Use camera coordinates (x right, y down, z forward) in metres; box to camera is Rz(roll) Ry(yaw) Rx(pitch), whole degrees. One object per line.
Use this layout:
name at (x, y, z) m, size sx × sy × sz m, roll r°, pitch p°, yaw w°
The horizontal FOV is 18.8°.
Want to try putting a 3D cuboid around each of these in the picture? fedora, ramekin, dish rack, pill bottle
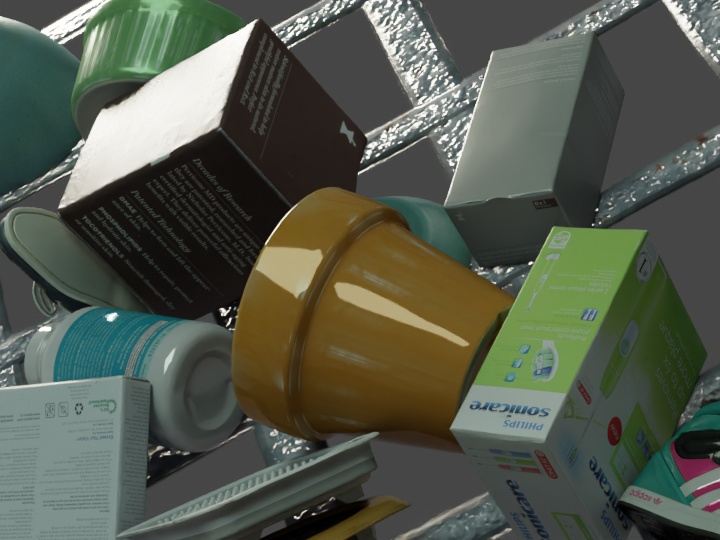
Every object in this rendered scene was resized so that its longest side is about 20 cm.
fedora at (-0.041, 0.233, 1.602) m, size 0.200 × 0.082 × 0.201 m, roll -22°, pitch 0°, yaw 0°
ramekin at (-0.182, -0.167, 2.086) m, size 0.199 × 0.200 × 0.098 m, roll -6°, pitch 52°, yaw 30°
dish rack at (-0.082, 0.182, 1.667) m, size 0.171 × 0.044 × 0.200 m, roll -23°, pitch 0°, yaw -29°
pill bottle at (-0.200, 0.090, 1.881) m, size 0.200 × 0.111 × 0.111 m, roll 8°, pitch 53°, yaw 39°

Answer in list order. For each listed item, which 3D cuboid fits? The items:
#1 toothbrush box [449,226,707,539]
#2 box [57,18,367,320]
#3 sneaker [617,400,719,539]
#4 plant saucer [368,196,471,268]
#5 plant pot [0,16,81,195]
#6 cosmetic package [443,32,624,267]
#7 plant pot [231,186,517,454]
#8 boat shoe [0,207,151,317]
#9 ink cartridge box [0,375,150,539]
toothbrush box at (0.165, 0.088, 1.599) m, size 0.086 × 0.146 × 0.200 m, roll 4°, pitch 50°, yaw 37°
box at (-0.130, -0.083, 1.940) m, size 0.200 × 0.164 × 0.166 m, roll -25°, pitch 31°, yaw 31°
sneaker at (0.284, 0.151, 1.505) m, size 0.200 × 0.084 × 0.121 m, roll 19°, pitch 70°, yaw 47°
plant saucer at (0.000, 0.000, 1.901) m, size 0.199 × 0.036 × 0.200 m, roll -19°, pitch 40°, yaw 16°
plant pot at (-0.396, -0.194, 2.309) m, size 0.200 × 0.135 × 0.200 m, roll -19°, pitch 40°, yaw 16°
cosmetic package at (0.152, -0.104, 1.870) m, size 0.107 × 0.090 × 0.200 m, roll -6°, pitch 48°, yaw 30°
plant pot at (0.028, 0.055, 1.708) m, size 0.183 × 0.200 × 0.200 m, roll 19°, pitch 59°, yaw 25°
boat shoe at (-0.259, 0.005, 1.947) m, size 0.062 × 0.200 × 0.075 m, roll -18°, pitch 60°, yaw 33°
ink cartridge box at (-0.258, 0.194, 1.815) m, size 0.196 × 0.043 × 0.201 m, roll -7°, pitch 77°, yaw 40°
